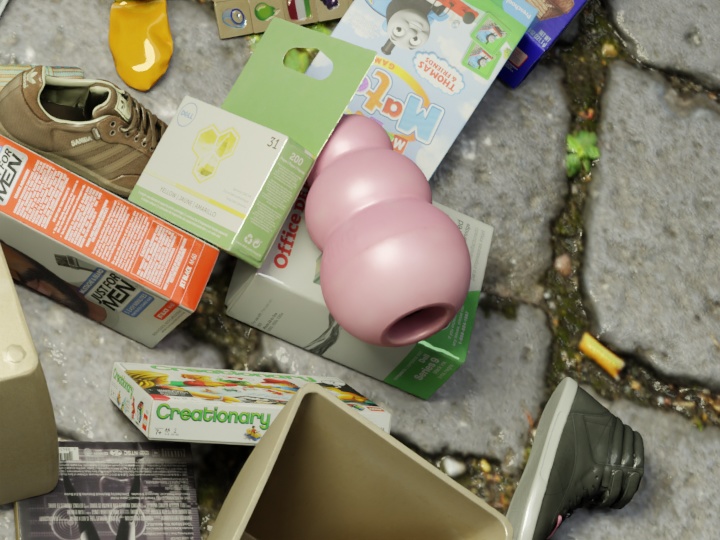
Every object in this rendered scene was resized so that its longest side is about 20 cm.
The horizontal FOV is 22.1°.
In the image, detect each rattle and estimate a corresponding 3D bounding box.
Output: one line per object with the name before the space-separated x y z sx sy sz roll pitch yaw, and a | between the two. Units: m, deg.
rattle | -0.192 -0.276 1.575 0.129 0.200 0.144 20 57 -14

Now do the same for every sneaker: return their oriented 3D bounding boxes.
sneaker | -0.207 -0.115 1.539 0.199 0.075 0.071 14 55 -34
sneaker | 0.188 0.191 1.582 0.099 0.071 0.201 28 52 -3

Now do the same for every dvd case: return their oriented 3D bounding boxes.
dvd case | -0.191 0.228 1.421 0.147 0.016 0.202 3 62 -25

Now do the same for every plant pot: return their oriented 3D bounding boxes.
plant pot | -0.327 0.061 1.338 0.198 0.177 0.202 -13 68 -25
plant pot | -0.037 0.242 1.367 0.199 0.177 0.201 35 52 -13

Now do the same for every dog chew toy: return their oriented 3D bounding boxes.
dog chew toy | 0.011 -0.041 1.495 0.123 0.125 0.201 -9 62 -28

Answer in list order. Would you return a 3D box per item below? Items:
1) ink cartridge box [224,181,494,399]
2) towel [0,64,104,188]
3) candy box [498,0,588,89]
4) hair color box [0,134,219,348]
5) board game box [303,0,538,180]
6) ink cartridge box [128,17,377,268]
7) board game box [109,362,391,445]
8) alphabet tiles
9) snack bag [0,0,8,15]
ink cartridge box | 0.000 0.000 1.588 0.198 0.084 0.147 23 58 -13
towel | -0.317 -0.110 1.539 0.198 0.022 0.148 -3 66 -26
candy box | 0.152 -0.308 1.827 0.169 0.077 0.200 40 54 -2
hair color box | -0.225 -0.020 1.467 0.199 0.111 0.064 29 63 -13
board game box | 0.051 -0.200 1.706 0.151 0.037 0.201 34 79 -4
ink cartridge box | -0.090 -0.117 1.512 0.048 0.145 0.201 31 86 -46
board game box | -0.089 0.109 1.470 0.198 0.126 0.035 6 98 -23
alphabet tiles | -0.071 -0.328 1.708 0.166 0.008 0.202 -13 99 -22
snack bag | -0.397 -0.235 1.557 0.187 0.021 0.201 23 52 -9
